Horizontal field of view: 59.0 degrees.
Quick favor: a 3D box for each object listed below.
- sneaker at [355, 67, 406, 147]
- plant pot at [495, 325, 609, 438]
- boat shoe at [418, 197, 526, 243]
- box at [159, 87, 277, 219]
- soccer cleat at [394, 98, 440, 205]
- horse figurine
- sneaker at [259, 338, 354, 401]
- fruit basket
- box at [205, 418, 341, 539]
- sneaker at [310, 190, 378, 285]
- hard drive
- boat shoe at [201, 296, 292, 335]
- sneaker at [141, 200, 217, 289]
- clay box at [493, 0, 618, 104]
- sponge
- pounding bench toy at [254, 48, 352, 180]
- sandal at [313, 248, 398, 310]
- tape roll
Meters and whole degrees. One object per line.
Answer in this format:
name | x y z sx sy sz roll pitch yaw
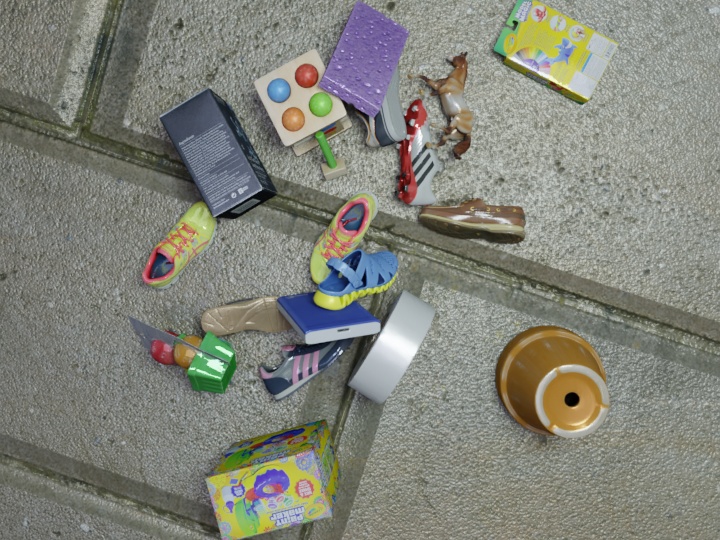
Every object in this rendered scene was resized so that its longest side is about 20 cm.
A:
sneaker | 0.028 -0.325 1.177 0.079 0.078 0.202 -16 73 36
plant pot | 0.355 0.212 1.140 0.198 0.183 0.203 0 94 3
boat shoe | 0.210 -0.099 1.192 0.198 0.072 0.068 8 74 7
box | -0.255 -0.207 1.168 0.106 0.148 0.201 -29 92 4
soccer cleat | 0.112 -0.218 1.192 0.084 0.068 0.202 9 80 -29
horse figurine | 0.164 -0.298 1.172 0.132 0.050 0.202 -16 89 -33
sneaker | -0.106 0.165 1.222 0.199 0.070 0.082 -37 94 3
fruit basket | -0.329 0.149 1.193 0.199 0.186 0.094 28 64 5
box | -0.151 0.382 1.177 0.198 0.193 0.123 -15 93 4
sneaker | -0.038 -0.061 1.186 0.078 0.090 0.201 28 96 0
hard drive | -0.062 0.077 1.131 0.131 0.200 0.026 -7 106 -19
boat shoe | -0.206 0.083 1.225 0.198 0.065 0.073 -8 102 -14
sneaker | -0.346 -0.045 1.213 0.078 0.090 0.201 34 93 2
clay box | 0.354 -0.405 1.170 0.199 0.048 0.116 29 95 3
sponge | 0.009 -0.372 1.110 0.111 0.030 0.202 26 61 -12
pounding bench toy | -0.083 -0.266 1.150 0.123 0.156 0.202 -27 92 4
sandal | 0.000 0.000 1.152 0.079 0.199 0.088 24 123 32
tape roll | 0.055 0.136 1.146 0.070 0.202 0.204 30 95 2
